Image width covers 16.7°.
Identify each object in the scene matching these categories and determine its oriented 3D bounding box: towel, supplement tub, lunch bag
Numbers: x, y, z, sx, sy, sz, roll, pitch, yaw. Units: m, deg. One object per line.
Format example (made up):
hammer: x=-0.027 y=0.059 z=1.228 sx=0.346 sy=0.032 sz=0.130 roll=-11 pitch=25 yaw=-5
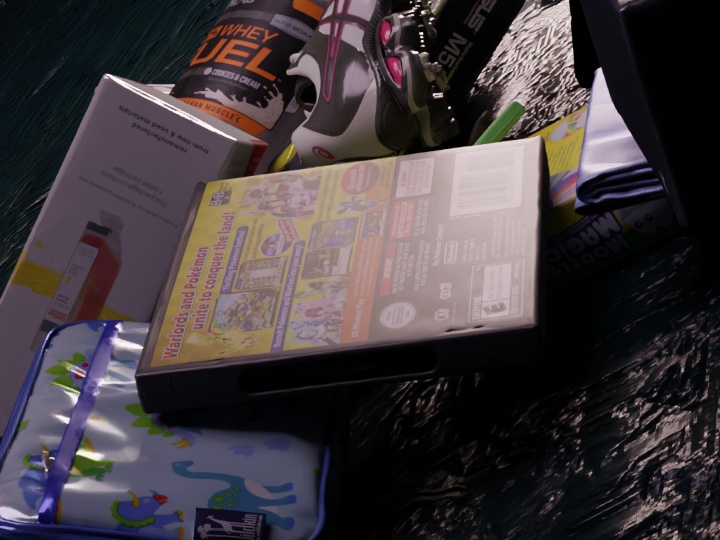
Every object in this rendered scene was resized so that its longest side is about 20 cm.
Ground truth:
towel: x=0.197 y=-0.084 z=1.124 sx=0.199 sy=0.024 sz=0.147 roll=-12 pitch=27 yaw=17
supplement tub: x=-0.058 y=-0.105 z=1.594 sx=0.122 sy=0.123 sz=0.200 roll=-13 pitch=41 yaw=55
lunch bag: x=-0.089 y=0.097 z=1.113 sx=0.160 sy=0.083 sz=0.200 roll=6 pitch=27 yaw=4

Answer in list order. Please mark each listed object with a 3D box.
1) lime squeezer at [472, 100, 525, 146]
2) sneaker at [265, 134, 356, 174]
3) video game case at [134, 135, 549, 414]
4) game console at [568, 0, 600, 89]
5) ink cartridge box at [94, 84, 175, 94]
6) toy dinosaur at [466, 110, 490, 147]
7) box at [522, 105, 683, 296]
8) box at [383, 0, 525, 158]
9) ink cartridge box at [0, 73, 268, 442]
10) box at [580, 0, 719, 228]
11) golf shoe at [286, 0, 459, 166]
lime squeezer: x=0.024 y=-0.004 z=1.258 sx=0.200 sy=0.038 sz=0.071 roll=-56 pitch=-27 yaw=5
sneaker: x=-0.045 y=0.011 z=1.415 sx=0.200 sy=0.084 sz=0.075 roll=-52 pitch=20 yaw=36
video game case: x=-0.002 y=-0.001 z=1.154 sx=0.180 sy=0.026 sz=0.200 roll=-7 pitch=27 yaw=9
game console: x=0.196 y=-0.226 z=1.441 sx=0.200 sy=0.116 sz=0.176 roll=103 pitch=170 yaw=-49
ink cartridge box: x=-0.140 y=-0.068 z=1.696 sx=0.067 sy=0.118 sz=0.200 roll=-1 pitch=7 yaw=-12
toy dinosaur: x=0.000 y=0.000 z=1.315 sx=0.200 sy=0.047 sz=0.088 roll=-42 pitch=-12 yaw=-14
box: x=0.126 y=-0.046 z=1.246 sx=0.200 sy=0.048 sz=0.117 roll=-25 pitch=21 yaw=30
box: x=0.068 y=-0.155 z=1.530 sx=0.193 sy=0.047 sz=0.200 roll=-55 pitch=4 yaw=36
ink cartridge box: x=-0.136 y=0.002 z=1.348 sx=0.200 sy=0.083 sz=0.145 roll=-64 pitch=-2 yaw=4
box: x=0.200 y=-0.123 z=1.048 sx=0.199 sy=0.107 sz=0.149 roll=-21 pitch=26 yaw=2
golf shoe: x=-0.003 y=-0.132 z=1.371 sx=0.088 sy=0.077 sz=0.200 roll=-22 pitch=33 yaw=11
